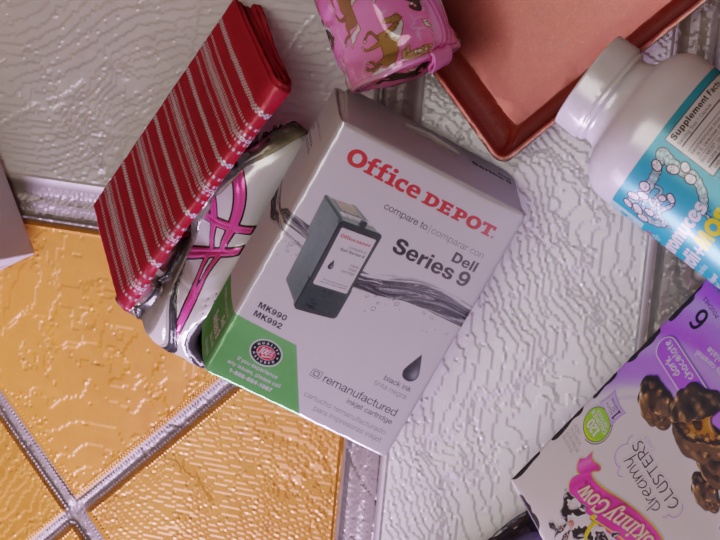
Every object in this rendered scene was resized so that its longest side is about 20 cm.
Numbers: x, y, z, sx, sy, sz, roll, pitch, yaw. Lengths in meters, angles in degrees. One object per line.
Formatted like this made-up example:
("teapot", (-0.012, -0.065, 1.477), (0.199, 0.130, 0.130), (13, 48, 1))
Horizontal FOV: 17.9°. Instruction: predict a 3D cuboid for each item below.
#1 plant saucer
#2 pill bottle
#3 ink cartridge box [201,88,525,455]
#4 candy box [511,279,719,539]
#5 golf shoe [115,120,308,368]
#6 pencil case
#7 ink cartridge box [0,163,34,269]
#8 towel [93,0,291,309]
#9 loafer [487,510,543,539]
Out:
("plant saucer", (0.115, -0.210, 1.534), (0.200, 0.037, 0.200), (-39, 81, 20))
("pill bottle", (0.223, -0.062, 1.459), (0.200, 0.111, 0.111), (38, 108, 8))
("ink cartridge box", (0.000, 0.000, 1.550), (0.145, 0.084, 0.201), (26, 107, -12))
("candy box", (0.212, 0.137, 1.473), (0.200, 0.071, 0.168), (-47, 43, 19))
("golf shoe", (-0.085, -0.019, 1.620), (0.092, 0.073, 0.200), (43, 118, 6))
("pencil case", (-0.002, -0.217, 1.518), (0.082, 0.087, 0.201), (-20, 89, -9))
("ink cartridge box", (-0.377, -0.035, 1.689), (0.199, 0.147, 0.147), (-24, 86, 23))
("towel", (-0.119, -0.084, 1.601), (0.022, 0.145, 0.200), (27, 110, -27))
("loafer", (0.077, 0.239, 1.597), (0.072, 0.063, 0.200), (37, 117, -17))
